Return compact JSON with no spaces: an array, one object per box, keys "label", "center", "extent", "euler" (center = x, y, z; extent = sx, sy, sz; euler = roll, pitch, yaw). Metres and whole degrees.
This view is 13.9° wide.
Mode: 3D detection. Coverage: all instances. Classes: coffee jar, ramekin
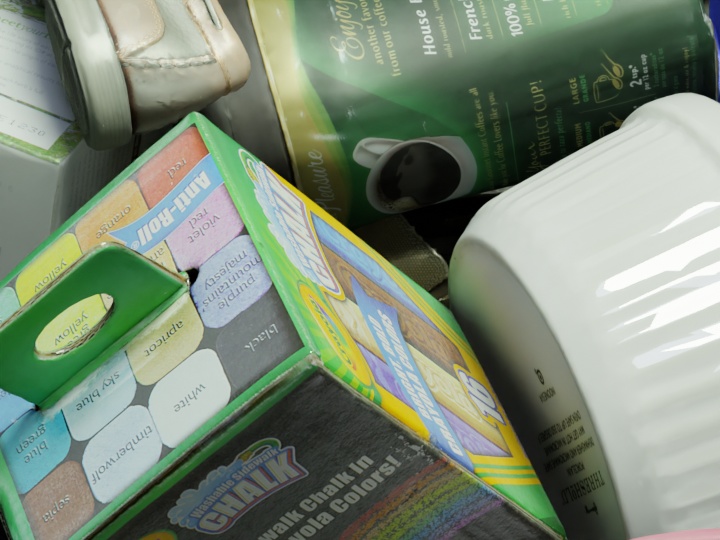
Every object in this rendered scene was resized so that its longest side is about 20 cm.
[{"label":"coffee jar","center":[0.028,-0.073,1.093],"extent":[0.199,0.104,0.086],"euler":[-15,62,-2]},{"label":"ramekin","center":[0.103,0.047,1.025],"extent":[0.094,0.203,0.203],"euler":[-18,47,-13]}]

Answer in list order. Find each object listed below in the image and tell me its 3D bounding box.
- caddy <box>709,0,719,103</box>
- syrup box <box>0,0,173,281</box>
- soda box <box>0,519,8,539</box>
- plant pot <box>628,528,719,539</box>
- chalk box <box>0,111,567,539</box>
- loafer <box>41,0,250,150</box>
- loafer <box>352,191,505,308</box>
[{"label":"caddy","center":[0.197,-0.082,1.064],"extent":[0.105,0.142,0.200],"euler":[-2,43,-8]},{"label":"syrup box","center":[-0.108,-0.073,1.128],"extent":[0.079,0.082,0.200],"euler":[21,38,12]},{"label":"soda box","center":[-0.177,0.148,0.947],"extent":[0.200,0.063,0.071],"euler":[-24,52,-33]},{"label":"plant pot","center":[0.098,0.199,0.774],"extent":[0.199,0.179,0.200],"euler":[-8,48,9]},{"label":"chalk box","center":[-0.048,0.046,0.968],"extent":[0.124,0.200,0.124],"euler":[-39,45,12]},{"label":"loafer","center":[-0.092,-0.124,1.069],"extent":[0.063,0.072,0.200],"euler":[-13,50,-9]},{"label":"loafer","center":[0.000,0.000,1.149],"extent":[0.199,0.068,0.076],"euler":[-9,44,-21]}]
